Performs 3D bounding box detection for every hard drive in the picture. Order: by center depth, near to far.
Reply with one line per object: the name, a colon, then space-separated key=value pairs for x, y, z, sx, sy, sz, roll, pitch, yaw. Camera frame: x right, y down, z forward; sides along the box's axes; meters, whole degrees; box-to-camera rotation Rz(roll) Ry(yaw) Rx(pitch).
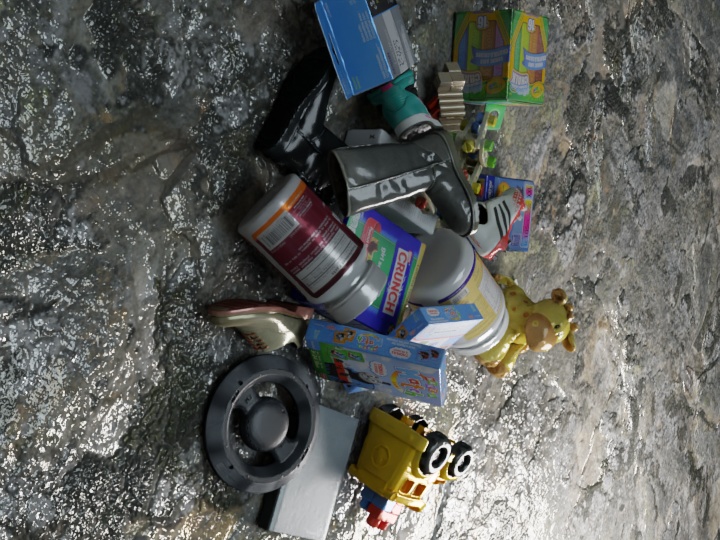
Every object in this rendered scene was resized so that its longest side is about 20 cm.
hard drive: x=-0.079 y=0.310 z=1.611 sx=0.139 sy=0.033 sz=0.201 roll=29 pitch=74 yaw=-49

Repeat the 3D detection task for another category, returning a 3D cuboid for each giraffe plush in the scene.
giraffe plush: x=0.321 y=0.104 z=1.965 sx=0.173 sy=0.162 sz=0.201 roll=48 pitch=60 yaw=-43

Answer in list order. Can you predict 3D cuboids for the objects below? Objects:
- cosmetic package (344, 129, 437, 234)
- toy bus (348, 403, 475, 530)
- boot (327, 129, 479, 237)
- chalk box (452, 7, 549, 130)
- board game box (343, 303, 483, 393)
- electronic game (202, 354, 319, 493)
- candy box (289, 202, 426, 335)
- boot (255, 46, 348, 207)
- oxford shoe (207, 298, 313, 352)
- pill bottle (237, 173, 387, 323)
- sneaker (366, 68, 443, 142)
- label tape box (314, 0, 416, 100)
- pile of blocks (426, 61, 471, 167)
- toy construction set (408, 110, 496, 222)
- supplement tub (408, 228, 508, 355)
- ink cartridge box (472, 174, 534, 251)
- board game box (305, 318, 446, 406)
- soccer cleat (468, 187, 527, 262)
cosmetic package: x=0.050 y=-0.139 z=1.666 sx=0.200 sy=0.071 sz=0.102 roll=31 pitch=71 yaw=-49
toy bus: x=0.076 y=0.341 z=1.742 sx=0.200 sy=0.135 sz=0.193 roll=28 pitch=87 yaw=-52
boot: x=0.063 y=-0.112 z=1.526 sx=0.199 sy=0.073 sz=0.183 roll=-19 pitch=84 yaw=-34
chalk box: x=0.242 y=-0.347 z=1.828 sx=0.124 sy=0.123 sz=0.201 roll=-6 pitch=100 yaw=-50
board game box: x=0.081 y=0.124 z=1.668 sx=0.151 sy=0.200 sz=0.037 roll=-2 pitch=55 yaw=-50
electronic game: x=-0.140 y=0.221 z=1.505 sx=0.199 sy=0.042 sz=0.201 roll=-2 pitch=93 yaw=-40
candy box: x=0.000 y=0.000 z=1.623 sx=0.200 sy=0.077 sz=0.170 roll=31 pitch=72 yaw=-49
boot: x=-0.056 y=-0.202 z=1.527 sx=0.162 sy=0.073 sz=0.199 roll=40 pitch=72 yaw=-44
oxford shoe: x=-0.138 y=0.080 z=1.473 sx=0.200 sy=0.071 sz=0.074 roll=7 pitch=93 yaw=-51
pill bottle: x=-0.063 y=-0.028 z=1.455 sx=0.200 sy=0.114 sz=0.114 roll=45 pitch=58 yaw=-14
sneaker: x=0.067 y=-0.261 z=1.666 sx=0.121 sy=0.083 sz=0.200 roll=62 pitch=7 yaw=6
label tape box: x=0.010 y=-0.343 z=1.521 sx=0.200 sy=0.066 sz=0.144 roll=-53 pitch=126 yaw=-64
pile of blocks: x=0.139 y=-0.251 z=1.777 sx=0.062 sy=0.082 sz=0.201 roll=-5 pitch=94 yaw=-19
toy construction set: x=0.156 y=-0.151 z=1.667 sx=0.200 sy=0.092 sz=0.131 roll=-49 pitch=155 yaw=-27
supplement tub: x=0.158 y=0.040 z=1.769 sx=0.200 sy=0.145 sz=0.146 roll=51 pitch=58 yaw=-42
ink cartridge box: x=0.230 y=-0.104 z=1.893 sx=0.200 sy=0.076 sz=0.137 roll=0 pitch=96 yaw=-49
board game box: x=0.026 y=0.137 z=1.539 sx=0.151 sy=0.199 sz=0.037 roll=79 pitch=25 yaw=-61
soccer cleat: x=0.224 y=-0.096 z=1.763 sx=0.085 sy=0.069 sz=0.200 roll=42 pitch=39 yaw=-12
